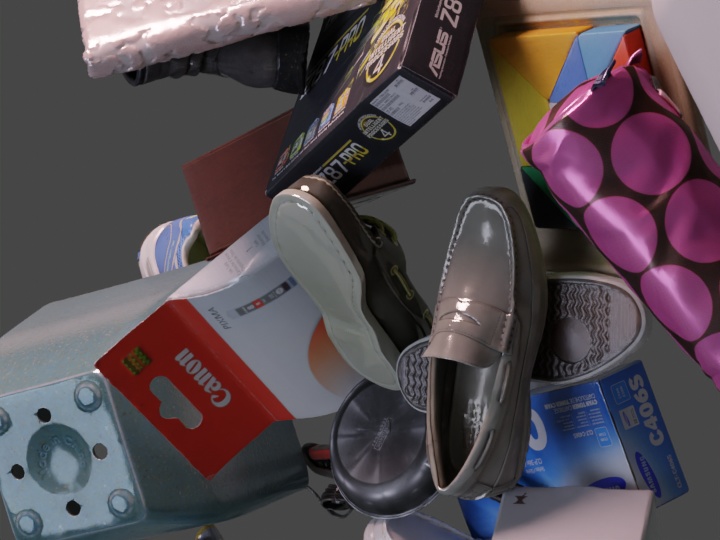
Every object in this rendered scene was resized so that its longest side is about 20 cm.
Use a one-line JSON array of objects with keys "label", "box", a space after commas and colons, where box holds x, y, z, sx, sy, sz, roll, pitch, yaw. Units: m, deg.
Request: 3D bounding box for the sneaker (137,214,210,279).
[{"label": "sneaker", "box": [-0.114, 0.048, 1.863, 0.077, 0.076, 0.201, -33, 83, 54]}]

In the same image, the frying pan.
[{"label": "frying pan", "box": [0.041, 0.140, 1.605, 0.115, 0.031, 0.190, -47, 51, 11]}]

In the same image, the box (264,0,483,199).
[{"label": "box", "box": [0.017, -0.142, 1.527, 0.049, 0.162, 0.200, 28, 148, -15]}]

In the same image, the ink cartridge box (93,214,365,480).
[{"label": "ink cartridge box", "box": [-0.065, 0.055, 1.640, 0.162, 0.200, 0.050, 51, 177, -42]}]

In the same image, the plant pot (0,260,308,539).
[{"label": "plant pot", "box": [-0.187, 0.120, 1.769, 0.195, 0.200, 0.197, -15, 95, 24]}]

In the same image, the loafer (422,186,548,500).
[{"label": "loafer", "box": [0.076, 0.047, 1.476, 0.070, 0.070, 0.201, 2, 93, 37]}]

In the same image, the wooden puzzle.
[{"label": "wooden puzzle", "box": [0.145, -0.093, 1.464, 0.185, 0.037, 0.201, 4, 109, 54]}]

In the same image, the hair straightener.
[{"label": "hair straightener", "box": [-0.006, 0.171, 1.803, 0.200, 0.041, 0.077, -12, 96, 56]}]

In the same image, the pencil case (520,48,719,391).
[{"label": "pencil case", "box": [0.188, -0.029, 1.367, 0.200, 0.094, 0.091, 52, 165, 1]}]

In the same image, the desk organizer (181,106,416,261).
[{"label": "desk organizer", "box": [-0.051, -0.071, 1.721, 0.200, 0.072, 0.077, -21, 87, 56]}]

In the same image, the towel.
[{"label": "towel", "box": [-0.097, -0.216, 1.561, 0.191, 0.199, 0.032, -104, -2, -46]}]

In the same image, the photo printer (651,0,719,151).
[{"label": "photo printer", "box": [0.249, -0.124, 1.272, 0.166, 0.069, 0.201, -36, 77, 55]}]

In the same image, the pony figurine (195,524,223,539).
[{"label": "pony figurine", "box": [-0.073, 0.302, 1.893, 0.200, 0.166, 0.193, 44, 170, 28]}]

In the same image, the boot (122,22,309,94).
[{"label": "boot", "box": [-0.106, -0.179, 1.628, 0.200, 0.131, 0.070, -104, 17, -71]}]

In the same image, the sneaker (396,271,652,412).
[{"label": "sneaker", "box": [0.121, 0.041, 1.542, 0.200, 0.085, 0.073, -17, 87, 40]}]

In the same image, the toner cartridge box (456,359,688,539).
[{"label": "toner cartridge box", "box": [0.132, 0.126, 1.585, 0.200, 0.043, 0.095, -21, 91, 56]}]

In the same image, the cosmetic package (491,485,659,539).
[{"label": "cosmetic package", "box": [0.149, 0.239, 1.521, 0.101, 0.071, 0.201, 0, 125, 17]}]

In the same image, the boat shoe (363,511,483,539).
[{"label": "boat shoe", "box": [0.098, 0.219, 1.620, 0.200, 0.071, 0.069, 32, 133, 1]}]

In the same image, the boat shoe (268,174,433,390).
[{"label": "boat shoe", "box": [-0.002, -0.001, 1.559, 0.072, 0.060, 0.202, 21, 152, 36]}]
